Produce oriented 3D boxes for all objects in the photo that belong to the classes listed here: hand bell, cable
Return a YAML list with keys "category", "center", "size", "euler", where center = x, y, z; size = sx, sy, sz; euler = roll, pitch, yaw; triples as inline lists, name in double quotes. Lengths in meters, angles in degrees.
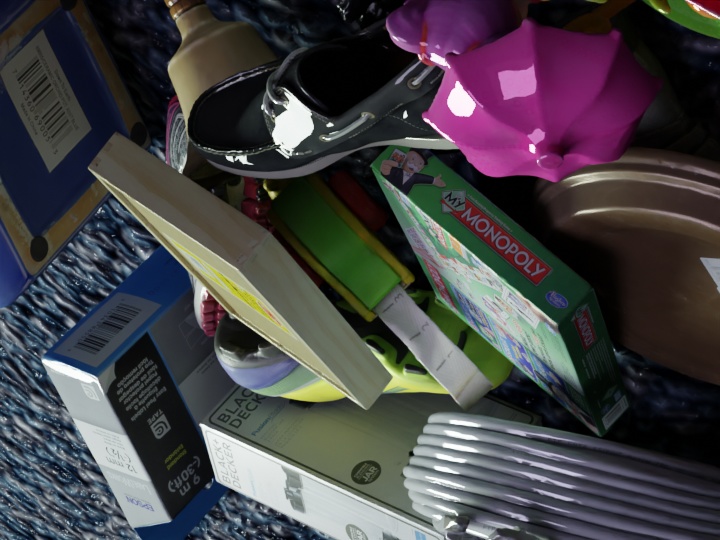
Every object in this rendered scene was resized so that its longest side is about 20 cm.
- category: "hand bell"
  center: [-0.103, -0.156, 1.164]
  size: [0.200, 0.104, 0.104]
  euler: [60, 149, 6]
- category: "cable"
  center: [0.123, 0.126, 1.158]
  size: [0.199, 0.069, 0.200]
  euler: [12, 178, -17]

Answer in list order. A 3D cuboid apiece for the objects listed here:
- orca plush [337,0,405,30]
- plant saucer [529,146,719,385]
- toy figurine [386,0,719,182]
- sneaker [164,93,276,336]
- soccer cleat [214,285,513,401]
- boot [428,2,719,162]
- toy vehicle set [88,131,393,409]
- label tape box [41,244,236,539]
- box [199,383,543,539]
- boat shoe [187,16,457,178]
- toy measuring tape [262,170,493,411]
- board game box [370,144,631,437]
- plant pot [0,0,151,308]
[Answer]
- category: "orca plush"
  center: [0.000, -0.154, 1.053]
  size: [0.105, 0.071, 0.200]
  euler: [39, 149, 9]
- category: "plant saucer"
  center: [0.175, 0.007, 1.034]
  size: [0.200, 0.030, 0.200]
  euler: [22, 156, 11]
- category: "toy figurine"
  center: [0.084, -0.123, 0.887]
  size: [0.200, 0.184, 0.150]
  euler: [29, 146, 24]
- category: "sneaker"
  center: [-0.080, -0.034, 1.299]
  size: [0.200, 0.080, 0.075]
  euler: [90, 155, -50]
- category: "soccer cleat"
  center: [0.006, 0.052, 1.286]
  size: [0.200, 0.065, 0.084]
  euler: [2, 154, 22]
- category: "boot"
  center: [0.106, -0.057, 1.061]
  size: [0.131, 0.068, 0.200]
  euler: [48, 150, -18]
- category: "toy vehicle set"
  center: [-0.065, 0.003, 1.168]
  size: [0.124, 0.027, 0.200]
  euler: [33, 170, 31]
- category: "label tape box"
  center: [-0.117, 0.095, 1.415]
  size: [0.066, 0.143, 0.200]
  euler: [11, 136, 42]
- category: "box"
  center: [0.008, 0.117, 1.326]
  size: [0.200, 0.117, 0.060]
  euler: [22, 143, 33]
- category: "boat shoe"
  center: [-0.018, -0.093, 1.034]
  size: [0.200, 0.072, 0.068]
  euler: [-6, 155, 40]
- category: "toy measuring tape"
  center: [0.000, 0.000, 1.163]
  size: [0.200, 0.073, 0.074]
  euler: [49, 156, 35]
- category: "board game box"
  center: [0.080, 0.012, 1.113]
  size: [0.135, 0.029, 0.200]
  euler: [42, 173, 23]
- category: "plant pot"
  center: [-0.260, -0.100, 1.306]
  size: [0.179, 0.200, 0.200]
  euler: [6, 133, 36]
